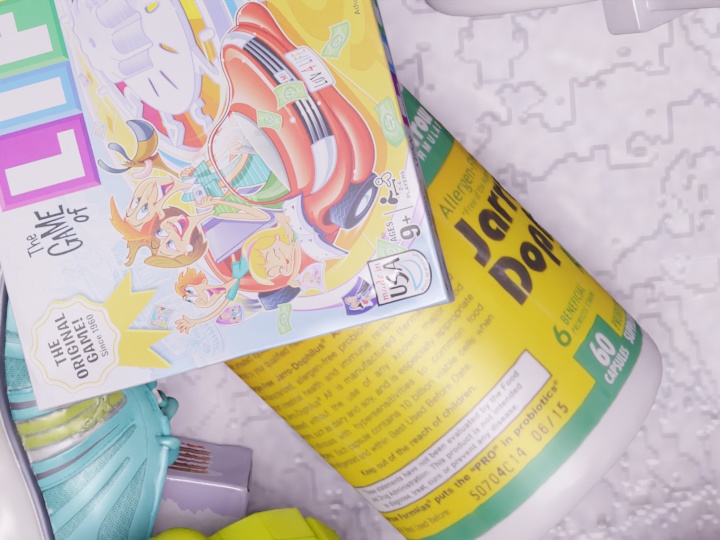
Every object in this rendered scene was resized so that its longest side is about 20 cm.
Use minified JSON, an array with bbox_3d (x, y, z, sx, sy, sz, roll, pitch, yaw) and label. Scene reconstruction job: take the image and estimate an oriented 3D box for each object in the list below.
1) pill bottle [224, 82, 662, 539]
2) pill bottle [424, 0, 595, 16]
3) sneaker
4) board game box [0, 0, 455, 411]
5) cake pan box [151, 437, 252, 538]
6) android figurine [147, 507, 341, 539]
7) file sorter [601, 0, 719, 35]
[{"bbox_3d":[0.000,0.000,0.830,0.113,0.113,0.200,-44,99,10],"label":"pill bottle"},{"bbox_3d":[0.056,-0.193,0.781,0.113,0.114,0.201,-11,103,3],"label":"pill bottle"},{"bbox_3d":[-0.102,0.050,0.827,0.079,0.077,0.201,-11,105,-14],"label":"sneaker"},{"bbox_3d":[-0.060,-0.070,0.754,0.134,0.034,0.201,-15,88,6],"label":"board game box"},{"bbox_3d":[-0.149,0.141,0.898,0.199,0.052,0.185,11,101,-2],"label":"cake pan box"},{"bbox_3d":[-0.064,0.154,0.825,0.199,0.041,0.183,-23,137,-14],"label":"android figurine"},{"bbox_3d":[0.168,-0.168,0.726,0.199,0.124,0.140,-26,109,-39],"label":"file sorter"}]
